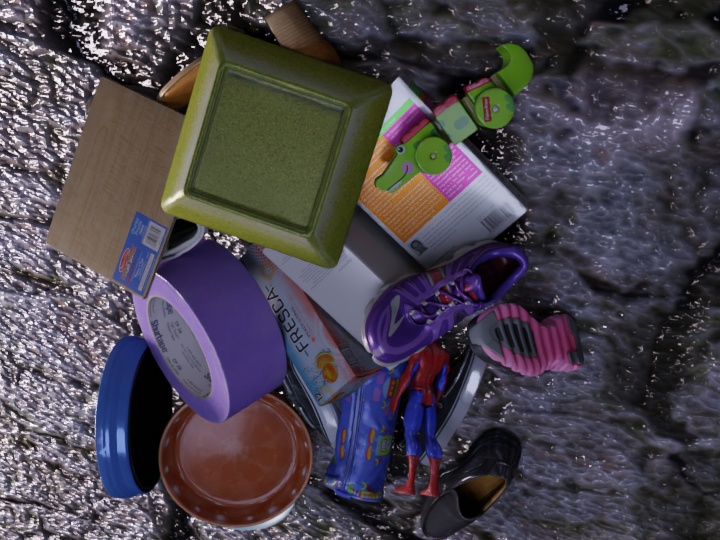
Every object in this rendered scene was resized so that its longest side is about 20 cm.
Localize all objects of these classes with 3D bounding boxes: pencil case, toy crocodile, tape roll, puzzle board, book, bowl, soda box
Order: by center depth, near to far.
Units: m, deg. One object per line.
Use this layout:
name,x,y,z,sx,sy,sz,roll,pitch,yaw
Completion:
toy crocodile,0.091,-0.147,0.913,0.199,0.068,0.062,-37,98,8
book,0.067,-0.098,0.990,0.200,0.048,0.133,44,116,-12
puzzle board,-0.256,-0.091,0.993,0.150,0.017,0.202,26,102,20
soda box,-0.060,0.051,1.043,0.068,0.063,0.201,-42,71,30
tape roll,-0.179,0.071,1.066,0.199,0.085,0.201,34,140,35
pencil case,0.005,0.176,1.095,0.077,0.087,0.202,11,95,27
bowl,-0.280,0.185,1.147,0.039,0.201,0.202,1,119,5

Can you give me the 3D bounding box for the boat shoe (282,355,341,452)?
boat shoe,-0.045,0.168,1.161,0.070,0.072,0.201,-3,122,42

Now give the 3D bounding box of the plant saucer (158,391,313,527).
plant saucer,-0.161,0.238,1.181,0.198,0.032,0.202,-2,107,-5

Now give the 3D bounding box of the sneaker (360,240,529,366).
sneaker,0.088,0.025,0.942,0.199,0.083,0.081,-34,95,-14

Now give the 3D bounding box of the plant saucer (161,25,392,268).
plant saucer,-0.091,-0.122,0.916,0.198,0.048,0.202,19,100,2

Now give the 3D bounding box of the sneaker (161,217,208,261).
sneaker,-0.253,-0.058,1.054,0.198,0.116,0.074,-11,117,21

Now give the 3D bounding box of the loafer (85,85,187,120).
loafer,-0.222,-0.150,1.021,0.198,0.070,0.076,18,122,4

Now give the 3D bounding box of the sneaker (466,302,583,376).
sneaker,0.166,0.087,1.003,0.095,0.199,0.080,-17,70,37

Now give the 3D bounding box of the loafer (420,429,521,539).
loafer,0.133,0.291,1.172,0.072,0.072,0.201,28,122,-3

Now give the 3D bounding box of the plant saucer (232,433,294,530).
plant saucer,-0.177,0.273,1.263,0.199,0.039,0.203,7,120,12

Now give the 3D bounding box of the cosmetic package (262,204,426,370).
cosmetic package,0.000,0.000,1.025,0.200,0.108,0.085,45,118,-10

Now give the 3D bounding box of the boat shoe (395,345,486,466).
boat shoe,0.099,0.163,1.113,0.056,0.069,0.201,24,124,1

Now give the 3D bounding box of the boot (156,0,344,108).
boot,-0.108,-0.176,0.969,0.200,0.071,0.145,-28,98,17

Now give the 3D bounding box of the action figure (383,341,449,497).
action figure,0.069,0.156,1.053,0.065,0.202,0.052,13,167,-29
